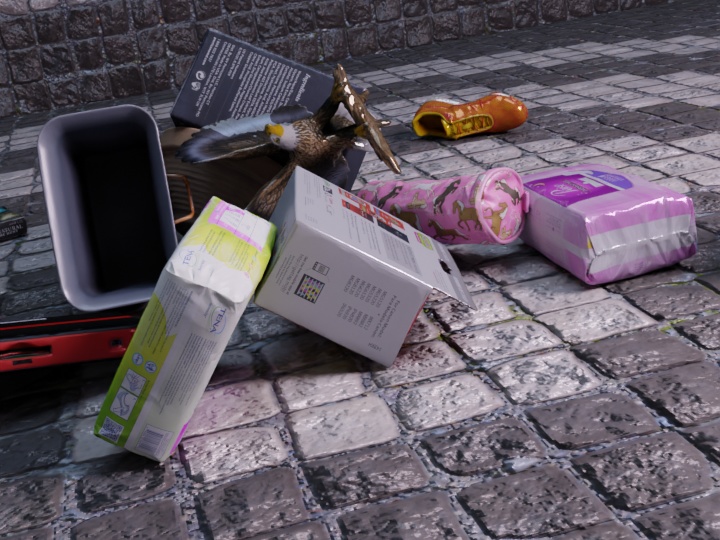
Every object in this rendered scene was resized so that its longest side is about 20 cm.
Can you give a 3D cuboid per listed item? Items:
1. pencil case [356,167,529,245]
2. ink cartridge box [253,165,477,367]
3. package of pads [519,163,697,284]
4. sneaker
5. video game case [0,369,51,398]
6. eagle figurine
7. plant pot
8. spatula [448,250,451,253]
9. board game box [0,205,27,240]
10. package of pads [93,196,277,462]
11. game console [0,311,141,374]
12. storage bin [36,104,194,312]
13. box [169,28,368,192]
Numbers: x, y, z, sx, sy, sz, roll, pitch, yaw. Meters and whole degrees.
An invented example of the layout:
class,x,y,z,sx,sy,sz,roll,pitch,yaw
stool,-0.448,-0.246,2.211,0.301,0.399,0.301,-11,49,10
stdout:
class,x,y,z,sx,sy,sz,roll,pitch,yaw
pencil case,0.082,-0.062,1.124,0.199,0.083,0.087,-2,44,47
ink cartridge box,0.000,0.000,0.958,0.174,0.084,0.200,26,15,-11
package of pads,0.237,-0.052,1.072,0.119,0.076,0.200,-11,18,-12
sneaker,0.177,-0.240,1.714,0.198,0.073,0.077,-1,41,33
video game case,-0.415,0.109,0.957,0.179,0.026,0.199,6,22,37
eagle figurine,-0.073,-0.119,1.090,0.199,0.151,0.153,-34,37,20
plant pot,-0.157,-0.075,1.223,0.199,0.093,0.201,23,-15,6
spatula,-0.002,-0.001,1.112,0.198,0.021,0.057,-5,12,14
board game box,-0.592,-0.049,1.511,0.199,0.028,0.135,-20,20,-31
package of pads,-0.131,0.037,0.837,0.068,0.155,0.200,26,19,-6
game console,-0.298,0.065,0.967,0.198,0.031,0.176,-5,3,-29
storage bin,-0.251,-0.064,1.139,0.144,0.202,0.134,-10,0,-4
box,-0.101,-0.162,1.249,0.198,0.118,0.197,21,-13,5
